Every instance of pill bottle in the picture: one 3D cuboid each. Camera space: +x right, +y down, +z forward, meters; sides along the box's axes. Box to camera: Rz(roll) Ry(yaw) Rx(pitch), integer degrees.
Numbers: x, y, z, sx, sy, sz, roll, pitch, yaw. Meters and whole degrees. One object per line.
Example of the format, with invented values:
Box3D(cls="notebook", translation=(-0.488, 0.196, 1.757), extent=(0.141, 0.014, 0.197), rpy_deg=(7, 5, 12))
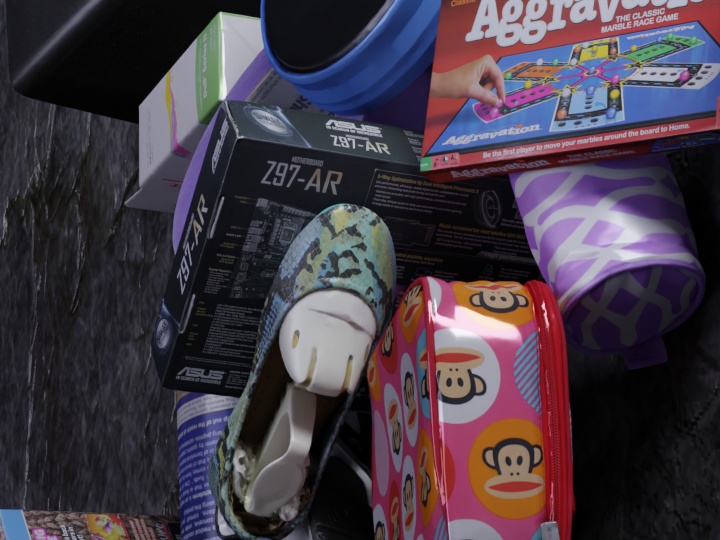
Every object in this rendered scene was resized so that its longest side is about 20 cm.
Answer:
Box3D(cls="pill bottle", translation=(-0.060, 0.159, 1.323), extent=(0.116, 0.115, 0.202), rpy_deg=(144, 127, -58))

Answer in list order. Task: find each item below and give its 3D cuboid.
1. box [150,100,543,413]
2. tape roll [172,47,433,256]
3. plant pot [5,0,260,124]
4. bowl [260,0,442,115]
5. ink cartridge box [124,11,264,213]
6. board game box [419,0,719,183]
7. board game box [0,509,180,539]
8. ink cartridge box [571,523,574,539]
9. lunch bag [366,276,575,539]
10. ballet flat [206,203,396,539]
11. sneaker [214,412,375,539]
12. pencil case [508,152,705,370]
Box3D(cls="box", translation=(0.000, 0.000, 1.123), extent=(0.044, 0.198, 0.161), rpy_deg=(-114, 37, -54))
Box3D(cls="tape roll", translation=(-0.020, -0.063, 1.230), extent=(0.200, 0.085, 0.201), rpy_deg=(-39, 32, 30))
Box3D(cls="plant pot", translation=(-0.131, -0.233, 1.484), extent=(0.177, 0.198, 0.202), rpy_deg=(-35, 53, 45))
Box3D(cls="bowl", translation=(0.010, -0.187, 1.140), extent=(0.200, 0.039, 0.202), rpy_deg=(-37, 42, 42))
Box3D(cls="ink cartridge box", translation=(-0.083, -0.101, 1.420), extent=(0.200, 0.116, 0.068), rpy_deg=(-37, 52, 57))
Box3D(cls="board game box", translation=(0.119, -0.103, 0.980), extent=(0.199, 0.019, 0.104), rpy_deg=(-7, 66, 37))
Box3D(cls="board game box", translation=(-0.151, 0.253, 1.403), extent=(0.160, 0.198, 0.098), rpy_deg=(-121, 43, -52))
Box3D(cls="ink cartridge box", translation=(0.055, 0.144, 1.170), extent=(0.200, 0.039, 0.100), rpy_deg=(-37, 52, 56))
Box3D(cls="lunch bag", translation=(0.050, 0.109, 1.002), extent=(0.200, 0.081, 0.178), rpy_deg=(112, 157, -70))
Box3D(cls="ballet flat", translation=(-0.027, 0.063, 1.087), extent=(0.074, 0.074, 0.201), rpy_deg=(-120, 42, -51))
Box3D(cls="sneaker", translation=(-0.028, 0.155, 1.196), extent=(0.116, 0.075, 0.201), rpy_deg=(-54, 28, 29))
Box3D(cls="pencil case", translation=(0.113, -0.056, 1.035), extent=(0.086, 0.083, 0.201), rpy_deg=(82, 177, -57))
